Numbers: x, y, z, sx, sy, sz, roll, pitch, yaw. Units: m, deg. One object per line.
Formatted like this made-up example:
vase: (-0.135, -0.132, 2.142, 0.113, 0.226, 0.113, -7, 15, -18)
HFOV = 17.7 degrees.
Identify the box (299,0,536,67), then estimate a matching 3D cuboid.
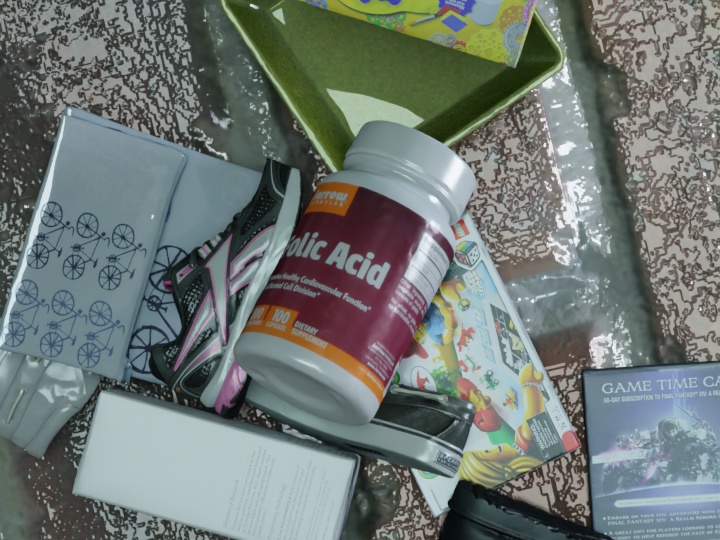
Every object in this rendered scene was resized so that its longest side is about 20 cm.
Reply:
box: (0.037, -0.239, 1.652, 0.199, 0.193, 0.123, 18, 101, 3)

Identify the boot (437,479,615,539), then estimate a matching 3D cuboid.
boot: (0.127, 0.269, 1.731, 0.199, 0.076, 0.169, 22, 98, 2)

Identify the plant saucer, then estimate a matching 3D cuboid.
plant saucer: (0.025, -0.183, 1.780, 0.199, 0.048, 0.200, -34, 86, 0)

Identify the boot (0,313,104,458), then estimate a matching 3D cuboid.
boot: (-0.225, 0.044, 1.775, 0.095, 0.074, 0.200, 33, 93, -7)

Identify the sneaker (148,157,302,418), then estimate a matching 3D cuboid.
sneaker: (-0.101, 0.003, 1.728, 0.086, 0.080, 0.201, 18, 73, 1)

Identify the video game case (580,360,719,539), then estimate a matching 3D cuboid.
video game case: (0.246, 0.172, 1.769, 0.142, 0.019, 0.201, -4, 86, 2)

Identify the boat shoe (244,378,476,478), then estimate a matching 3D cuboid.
boat shoe: (-0.002, 0.100, 1.734, 0.199, 0.071, 0.064, 15, 77, 30)

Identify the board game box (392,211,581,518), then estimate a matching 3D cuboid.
board game box: (0.070, 0.072, 1.772, 0.126, 0.035, 0.201, -26, 86, 2)

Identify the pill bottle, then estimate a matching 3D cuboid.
pill bottle: (0.000, 0.000, 1.675, 0.114, 0.114, 0.201, 26, 73, 3)

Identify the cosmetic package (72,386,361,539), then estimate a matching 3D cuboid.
cosmetic package: (-0.105, 0.152, 1.739, 0.199, 0.108, 0.085, 14, 89, 4)

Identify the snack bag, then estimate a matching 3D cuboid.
snack bag: (-0.160, -0.005, 1.750, 0.199, 0.021, 0.189, 18, 87, -23)
